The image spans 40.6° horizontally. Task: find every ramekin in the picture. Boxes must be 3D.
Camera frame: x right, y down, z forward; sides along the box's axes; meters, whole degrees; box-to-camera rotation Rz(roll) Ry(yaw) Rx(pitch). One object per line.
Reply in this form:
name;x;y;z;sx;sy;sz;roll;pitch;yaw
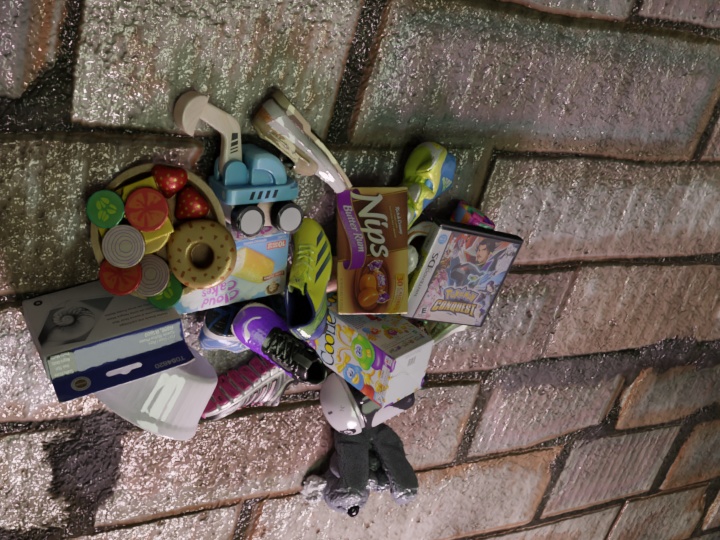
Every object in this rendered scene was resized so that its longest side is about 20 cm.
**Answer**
ramekin;-0.312;0.157;1.464;0.200;0.200;0.098;29;95;-43

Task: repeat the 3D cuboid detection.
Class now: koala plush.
koala plush;-0.012;0.401;1.893;0.175;0.186;0.201;5;140;-26

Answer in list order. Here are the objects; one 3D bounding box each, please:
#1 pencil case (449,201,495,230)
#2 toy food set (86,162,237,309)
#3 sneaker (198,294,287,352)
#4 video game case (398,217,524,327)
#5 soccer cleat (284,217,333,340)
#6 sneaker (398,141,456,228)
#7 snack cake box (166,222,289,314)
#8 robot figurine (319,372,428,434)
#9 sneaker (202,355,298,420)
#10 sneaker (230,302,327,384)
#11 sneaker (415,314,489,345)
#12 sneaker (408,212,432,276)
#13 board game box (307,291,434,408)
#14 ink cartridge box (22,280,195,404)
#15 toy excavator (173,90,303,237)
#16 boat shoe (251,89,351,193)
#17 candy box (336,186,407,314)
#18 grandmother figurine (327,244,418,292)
pencil case;0.157;-0.021;1.730;0.088;0.088;0.202;20;105;-42
toy food set;-0.285;-0.049;1.370;0.196;0.049;0.202;-22;100;-4
sneaker;-0.179;0.090;1.603;0.198;0.076;0.077;0;147;-37
video game case;0.172;0.008;1.689;0.198;0.026;0.183;9;114;-36
soccer cleat;-0.086;0.008;1.525;0.064;0.203;0.083;-10;162;26
sneaker;0.099;-0.120;1.629;0.104;0.076;0.201;1;132;-48
snack cake box;-0.213;-0.010;1.496;0.198;0.067;0.116;-12;126;-27
robot figurine;0.023;0.219;1.778;0.198;0.125;0.151;-25;135;-9
sneaker;-0.182;0.206;1.669;0.199;0.074;0.088;-33;128;-17
sneaker;-0.116;0.122;1.533;0.070;0.099;0.200;-54;135;-5
sneaker;0.142;0.083;1.827;0.198;0.077;0.090;-23;101;-17
sneaker;0.067;-0.005;1.688;0.078;0.079;0.202;9;117;-39
board game box;0.009;0.122;1.638;0.104;0.199;0.104;-20;133;-43
ink cartridge box;-0.357;0.083;1.371;0.197;0.200;0.041;-17;130;-25
toy excavator;-0.178;-0.158;1.411;0.192;0.100;0.203;-7;111;-31
boat shoe;-0.089;-0.180;1.463;0.068;0.075;0.200;-40;126;2
candy box;0.019;-0.033;1.556;0.115;0.056;0.203;0;92;-2
grandmother figurine;0.000;0.000;1.610;0.197;0.061;0.123;-14;123;1
